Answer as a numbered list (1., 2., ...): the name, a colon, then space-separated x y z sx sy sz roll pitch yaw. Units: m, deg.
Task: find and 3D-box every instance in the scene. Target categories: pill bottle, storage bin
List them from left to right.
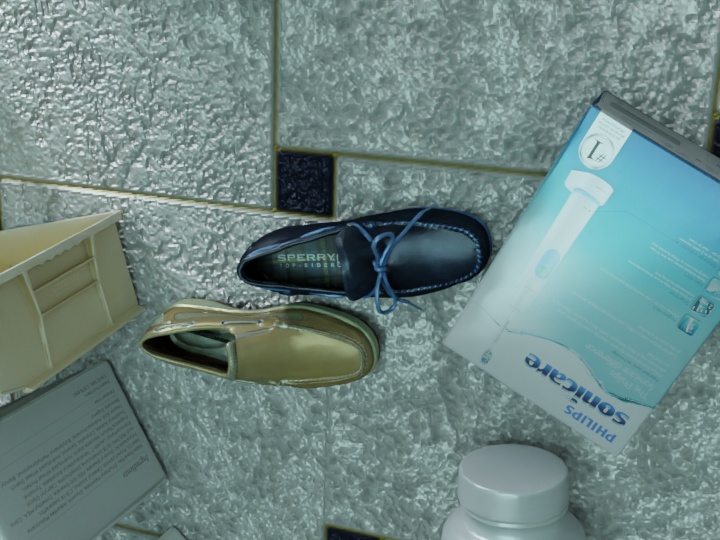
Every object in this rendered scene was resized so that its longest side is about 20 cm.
1. storage bin: -0.319 0.034 0.827 0.199 0.199 0.094 -7 107 22
2. pill bottle: 0.117 0.242 0.767 0.110 0.111 0.201 4 106 20

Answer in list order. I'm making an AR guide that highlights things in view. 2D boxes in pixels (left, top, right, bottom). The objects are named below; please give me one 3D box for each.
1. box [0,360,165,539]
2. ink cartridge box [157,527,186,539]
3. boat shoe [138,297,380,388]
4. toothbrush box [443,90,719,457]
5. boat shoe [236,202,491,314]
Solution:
1. box: -0.318 0.196 0.871 0.199 0.200 0.131 -24 95 25
2. ink cartridge box: -0.218 0.364 0.923 0.129 0.125 0.200 47 115 3
3. boat shoe: -0.086 0.067 0.813 0.199 0.076 0.072 1 105 20
4. toothbrush box: 0.173 0.002 0.690 0.146 0.085 0.200 32 113 9
5. boat shoe: 0.000 0.000 0.764 0.199 0.069 0.084 -10 101 23
